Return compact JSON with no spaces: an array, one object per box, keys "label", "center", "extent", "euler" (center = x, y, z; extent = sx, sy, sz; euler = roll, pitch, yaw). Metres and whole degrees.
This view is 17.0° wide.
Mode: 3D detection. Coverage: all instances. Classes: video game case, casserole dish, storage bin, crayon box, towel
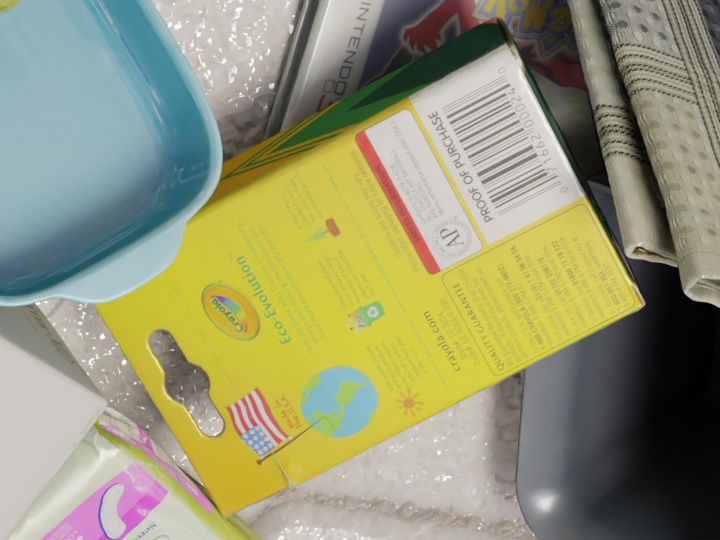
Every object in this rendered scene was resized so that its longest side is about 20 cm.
[{"label":"video game case","center":[0.056,-0.071,1.046],"extent":[0.199,0.023,0.184],"euler":[6,112,-31]},{"label":"casserole dish","center":[-0.135,-0.076,0.874],"extent":[0.121,0.039,0.201],"euler":[-31,87,-20]},{"label":"storage bin","center":[0.170,0.038,1.085],"extent":[0.134,0.145,0.201],"euler":[-31,135,-40]},{"label":"crayon box","center":[0.000,0.000,0.990],"extent":[0.199,0.051,0.128],"euler":[-27,109,7]},{"label":"towel","center":[0.170,-0.043,0.999],"extent":[0.192,0.201,0.035],"euler":[18,134,-35]}]

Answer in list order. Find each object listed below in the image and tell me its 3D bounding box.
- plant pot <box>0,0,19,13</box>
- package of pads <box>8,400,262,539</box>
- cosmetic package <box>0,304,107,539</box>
[{"label":"plant pot","center":[-0.116,-0.193,0.783],"extent":[0.200,0.201,0.185],"euler":[33,101,-37]},{"label":"package of pads","center":[-0.123,0.141,1.014],"extent":[0.154,0.068,0.200],"euler":[-41,140,-3]},{"label":"cosmetic package","center":[-0.196,0.009,0.853],"extent":[0.200,0.101,0.071],"euler":[35,95,-38]}]
